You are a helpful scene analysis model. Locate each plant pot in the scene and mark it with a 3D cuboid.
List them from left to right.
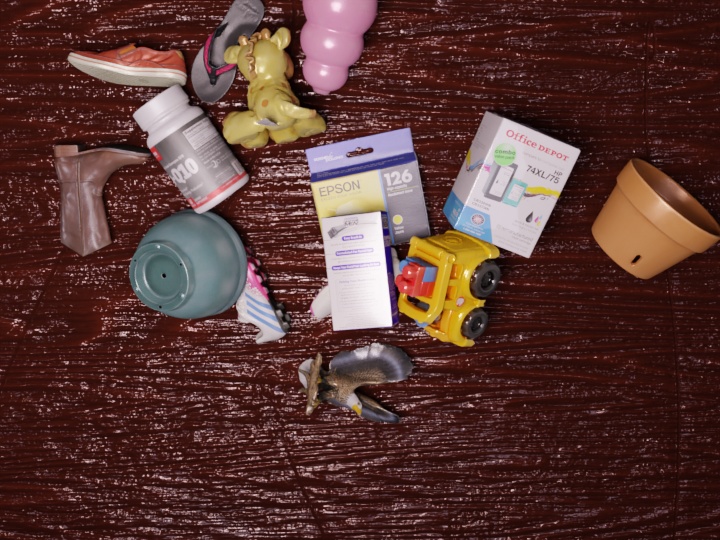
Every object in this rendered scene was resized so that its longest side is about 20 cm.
[{"bbox_3d":[-0.318,-0.002,1.302,0.200,0.134,0.201,4,102,19],"label":"plant pot"},{"bbox_3d":[0.504,-0.081,1.302,0.200,0.200,0.140,33,120,-10],"label":"plant pot"}]

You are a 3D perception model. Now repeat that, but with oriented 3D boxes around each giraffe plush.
[{"bbox_3d":[-0.156,-0.306,1.230,0.172,0.200,0.162,-11,88,-2],"label":"giraffe plush"}]

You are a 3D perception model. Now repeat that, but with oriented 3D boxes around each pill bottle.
[{"bbox_3d":[-0.294,-0.210,1.282,0.114,0.114,0.200,-32,104,9],"label":"pill bottle"}]

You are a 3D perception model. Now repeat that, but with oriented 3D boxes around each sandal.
[{"bbox_3d":[-0.232,-0.380,1.266,0.075,0.045,0.200,29,104,-10],"label":"sandal"}]

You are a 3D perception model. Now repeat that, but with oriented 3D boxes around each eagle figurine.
[{"bbox_3d":[-0.014,0.227,1.428,0.200,0.151,0.152,0,154,-31],"label":"eagle figurine"}]

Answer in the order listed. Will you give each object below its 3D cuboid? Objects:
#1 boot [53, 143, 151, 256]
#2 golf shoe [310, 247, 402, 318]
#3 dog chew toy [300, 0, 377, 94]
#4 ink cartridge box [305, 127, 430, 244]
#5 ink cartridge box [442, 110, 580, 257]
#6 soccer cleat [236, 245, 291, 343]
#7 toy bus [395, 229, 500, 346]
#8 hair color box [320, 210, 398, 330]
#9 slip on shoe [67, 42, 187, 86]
[{"bbox_3d":[-0.458,-0.124,1.331,0.186,0.064,0.200,4,104,12],"label":"boot"},{"bbox_3d":[-0.004,0.040,1.364,0.200,0.075,0.092,-37,70,16],"label":"golf shoe"},{"bbox_3d":[-0.045,-0.393,1.231,0.124,0.125,0.200,13,114,-5],"label":"dog chew toy"},{"bbox_3d":[0.015,-0.139,1.345,0.197,0.047,0.200,-12,109,4],"label":"ink cartridge box"},{"bbox_3d":[0.256,-0.154,1.288,0.147,0.146,0.200,21,105,-7],"label":"ink cartridge box"},{"bbox_3d":[-0.206,0.048,1.383,0.086,0.070,0.200,-25,106,6],"label":"soccer cleat"},{"bbox_3d":[0.131,0.036,1.309,0.192,0.136,0.200,-5,114,-40],"label":"toy bus"},{"bbox_3d":[0.000,0.000,1.300,0.109,0.065,0.200,-5,95,15],"label":"hair color box"},{"bbox_3d":[-0.395,-0.356,1.266,0.200,0.074,0.061,4,84,-1],"label":"slip on shoe"}]
